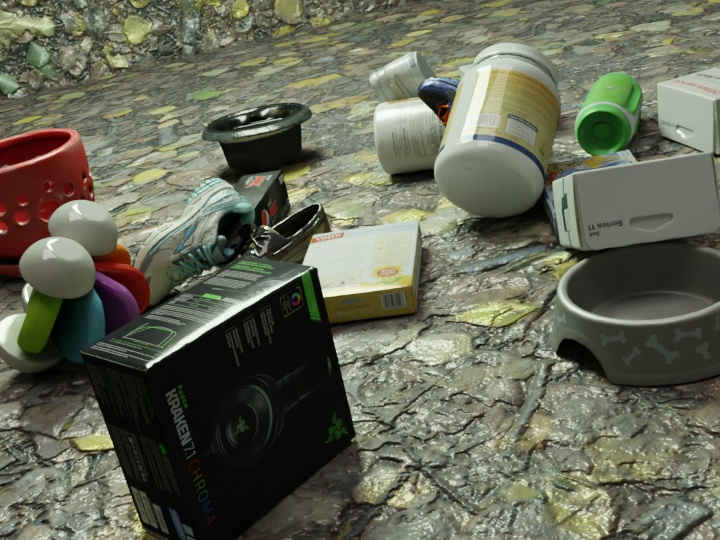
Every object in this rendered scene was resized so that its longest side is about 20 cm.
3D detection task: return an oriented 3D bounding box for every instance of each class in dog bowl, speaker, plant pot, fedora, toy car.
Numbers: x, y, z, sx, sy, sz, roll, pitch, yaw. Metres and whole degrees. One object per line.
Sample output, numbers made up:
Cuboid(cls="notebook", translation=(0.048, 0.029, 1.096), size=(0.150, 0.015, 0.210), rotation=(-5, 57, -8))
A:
Cuboid(cls="dog bowl", translation=(0.279, 0.034, 0.929), size=(0.199, 0.059, 0.200), rotation=(-11, 23, 5))
Cuboid(cls="speaker", translation=(0.380, -0.239, 1.474), size=(0.088, 0.089, 0.200), rotation=(-2, 25, 23))
Cuboid(cls="plant pot", translation=(-0.497, -0.098, 1.467), size=(0.199, 0.183, 0.201), rotation=(-10, 22, 4))
Cuboid(cls="fedora", translation=(-0.177, -0.230, 1.726), size=(0.200, 0.092, 0.201), rotation=(-11, 23, 5))
Cuboid(cls="toy car", translation=(-0.327, 0.033, 1.147), size=(0.149, 0.175, 0.200), rotation=(26, 30, -10))

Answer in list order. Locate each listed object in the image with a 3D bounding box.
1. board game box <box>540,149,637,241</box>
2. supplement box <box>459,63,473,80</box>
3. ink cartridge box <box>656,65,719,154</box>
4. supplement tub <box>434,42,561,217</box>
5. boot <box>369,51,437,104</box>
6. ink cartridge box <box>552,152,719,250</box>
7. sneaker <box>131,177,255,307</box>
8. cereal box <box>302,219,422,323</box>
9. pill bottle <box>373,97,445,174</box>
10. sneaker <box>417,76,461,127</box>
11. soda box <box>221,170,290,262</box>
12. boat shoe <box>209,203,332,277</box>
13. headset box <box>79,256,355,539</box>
Cuboid(cls="board game box", translation=(0.303, -0.099, 1.252), size=(0.135, 0.035, 0.200), rotation=(-10, 23, 5))
Cuboid(cls="supplement box", translation=(0.239, -0.288, 1.636), size=(0.103, 0.102, 0.200), rotation=(-13, 23, -3))
Cuboid(cls="ink cartridge box", translation=(0.552, -0.244, 1.397), size=(0.199, 0.085, 0.146), rotation=(-17, 23, -12))
Cuboid(cls="supplement tub", translation=(0.186, -0.187, 1.286), size=(0.144, 0.145, 0.201), rotation=(1, 57, 28))
Cuboid(cls="boot", translation=(0.093, -0.274, 1.600), size=(0.095, 0.200, 0.074), rotation=(-19, 47, 23))
Cuboid(cls="ink cartridge box", translation=(0.293, -0.073, 1.055), size=(0.146, 0.084, 0.200), rotation=(-8, 2, 5))
Cuboid(cls="sneaker", translation=(-0.216, -0.031, 1.256), size=(0.086, 0.078, 0.200), rotation=(29, 72, 25))
Cuboid(cls="cereal box", translation=(0.000, 0.000, 1.172), size=(0.143, 0.040, 0.200), rotation=(-8, 23, 10))
Cuboid(cls="pill bottle", translation=(0.129, -0.217, 1.512), size=(0.199, 0.115, 0.114), rotation=(-6, 24, 15))
Cuboid(cls="sneaker", translation=(0.156, -0.201, 1.400), size=(0.078, 0.200, 0.075), rotation=(-45, -6, -22))
Cuboid(cls="soda box", translation=(-0.161, -0.081, 1.411), size=(0.070, 0.064, 0.200), rotation=(-7, 23, 13))
Cuboid(cls="boat shoe", translation=(-0.119, -0.029, 1.266), size=(0.200, 0.065, 0.072), rotation=(-29, 29, -32))
Cuboid(cls="headset box", translation=(-0.106, 0.103, 0.816), size=(0.093, 0.175, 0.200), rotation=(8, 29, 41))
